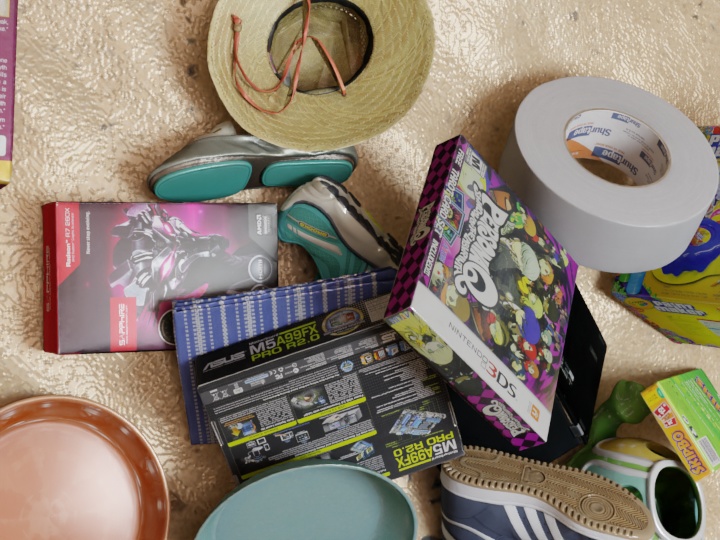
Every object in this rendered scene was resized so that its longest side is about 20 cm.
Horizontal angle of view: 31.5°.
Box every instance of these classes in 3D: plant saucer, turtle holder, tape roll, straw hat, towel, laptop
[{"bbox_3d":[-0.254,0.203,1.044,0.198,0.032,0.203,2,86,-25],"label":"plant saucer"},{"bbox_3d":[0.268,0.217,1.226,0.140,0.132,0.187,33,59,-12],"label":"turtle holder"},{"bbox_3d":[0.232,-0.093,1.204,0.197,0.067,0.202,7,47,-7],"label":"tape roll"},{"bbox_3d":[-0.037,-0.196,1.126,0.198,0.085,0.204,0,89,-5],"label":"straw hat"},{"bbox_3d":[-0.056,0.073,1.084,0.197,0.024,0.147,-9,120,-8],"label":"towel"},{"bbox_3d":[0.137,0.088,1.212,0.188,0.115,0.201,58,38,-33],"label":"laptop"},{"bbox_3d":[-0.050,0.225,1.089,0.197,0.036,0.202,-9,129,-11],"label":"plant saucer"}]

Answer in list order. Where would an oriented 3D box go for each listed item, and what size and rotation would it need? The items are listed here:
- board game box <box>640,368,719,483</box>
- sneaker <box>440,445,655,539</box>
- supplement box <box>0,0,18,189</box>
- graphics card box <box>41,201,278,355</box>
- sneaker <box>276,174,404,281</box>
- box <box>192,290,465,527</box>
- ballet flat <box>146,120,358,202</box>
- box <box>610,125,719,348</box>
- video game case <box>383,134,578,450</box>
[{"bbox_3d":[0.334,0.148,1.253,0.199,0.030,0.096,-2,59,-61],"label":"board game box"},{"bbox_3d":[0.164,0.237,1.167,0.070,0.197,0.110,-52,152,-55],"label":"sneaker"},{"bbox_3d":[-0.336,-0.166,0.982,0.129,0.103,0.203,4,87,-24],"label":"supplement box"},{"bbox_3d":[-0.167,0.005,1.082,0.197,0.051,0.127,0,89,-26],"label":"graphics card box"},{"bbox_3d":[0.000,0.000,1.160,0.079,0.078,0.200,-38,113,13],"label":"sneaker"},{"bbox_3d":[-0.024,0.116,1.077,0.197,0.044,0.162,-19,122,-1],"label":"box"},{"bbox_3d":[-0.098,-0.102,1.122,0.197,0.068,0.064,-7,63,-26],"label":"ballet flat"},{"bbox_3d":[0.383,-0.030,1.248,0.121,0.199,0.195,32,74,-33],"label":"box"},{"bbox_3d":[0.107,0.016,1.064,0.181,0.036,0.201,45,44,-27],"label":"video game case"}]
